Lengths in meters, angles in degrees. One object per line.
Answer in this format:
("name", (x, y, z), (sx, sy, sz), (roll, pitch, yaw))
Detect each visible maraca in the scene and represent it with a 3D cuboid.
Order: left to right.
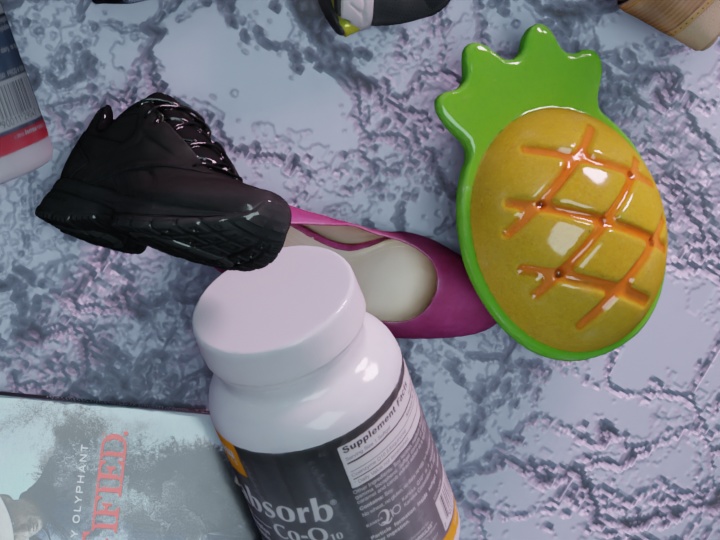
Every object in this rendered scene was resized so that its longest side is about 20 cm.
("maraca", (0.114, -0.045, 1.316), (0.137, 0.107, 0.200), (-19, 93, -26))

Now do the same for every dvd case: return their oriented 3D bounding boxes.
("dvd case", (-0.151, 0.150, 1.323), (0.200, 0.022, 0.146), (7, 95, -12))

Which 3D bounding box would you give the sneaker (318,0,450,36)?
("sneaker", (0.015, -0.239, 1.297), (0.084, 0.074, 0.200), (-4, 106, -18))

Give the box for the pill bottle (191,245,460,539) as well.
("pill bottle", (-0.021, 0.092, 1.264), (0.116, 0.116, 0.200), (-26, 125, -8))

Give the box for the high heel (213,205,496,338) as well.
("high heel", (0.000, 0.000, 1.300), (0.200, 0.096, 0.067), (23, 91, -13))

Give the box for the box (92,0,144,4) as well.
("box", (-0.111, -0.253, 1.197), (0.117, 0.197, 0.200), (-17, 100, -9))

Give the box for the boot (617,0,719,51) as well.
("boot", (0.200, -0.251, 1.329), (0.166, 0.072, 0.200), (41, 82, -10))

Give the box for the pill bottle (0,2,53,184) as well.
("pill bottle", (-0.256, -0.137, 1.219), (0.119, 0.120, 0.200), (-20, 99, -9))

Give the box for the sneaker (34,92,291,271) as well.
("sneaker", (-0.107, -0.053, 1.228), (0.076, 0.200, 0.091), (26, 80, -42))
